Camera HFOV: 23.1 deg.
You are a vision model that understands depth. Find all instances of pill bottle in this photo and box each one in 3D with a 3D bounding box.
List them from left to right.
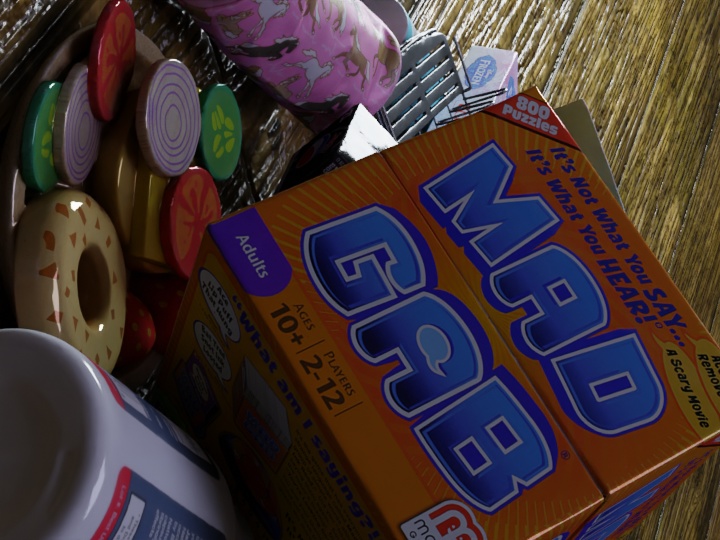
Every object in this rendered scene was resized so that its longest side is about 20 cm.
[{"bbox_3d":[-0.126,0.117,0.815,0.200,0.119,0.120,50,46,-58],"label":"pill bottle"}]

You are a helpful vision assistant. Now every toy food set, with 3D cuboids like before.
[{"bbox_3d":[-0.122,-0.033,0.901,0.200,0.048,0.200,18,76,-67],"label":"toy food set"}]

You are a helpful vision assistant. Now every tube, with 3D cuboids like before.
[{"bbox_3d":[0.035,-0.138,1.287,0.200,0.050,0.078,46,58,-67],"label":"tube"}]

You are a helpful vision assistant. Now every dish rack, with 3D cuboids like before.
[{"bbox_3d":[0.075,-0.065,1.199,0.153,0.054,0.201,-47,120,-57],"label":"dish rack"}]

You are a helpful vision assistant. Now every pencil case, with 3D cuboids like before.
[{"bbox_3d":[-0.043,-0.154,1.045,0.083,0.086,0.200,65,10,26],"label":"pencil case"}]

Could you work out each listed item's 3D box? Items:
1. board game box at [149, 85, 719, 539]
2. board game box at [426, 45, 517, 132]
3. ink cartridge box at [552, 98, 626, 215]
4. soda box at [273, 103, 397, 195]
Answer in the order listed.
[{"bbox_3d":[0.036,0.069,0.898,0.199,0.201,0.200,-24,161,-25],"label":"board game box"},{"bbox_3d":[0.078,-0.037,1.362,0.200,0.041,0.201,-63,157,-46],"label":"board game box"},{"bbox_3d":[0.110,0.016,0.998,0.048,0.145,0.201,-26,95,-26],"label":"ink cartridge box"},{"bbox_3d":[0.037,-0.003,1.095,0.200,0.063,0.071,47,30,-15],"label":"soda box"}]
